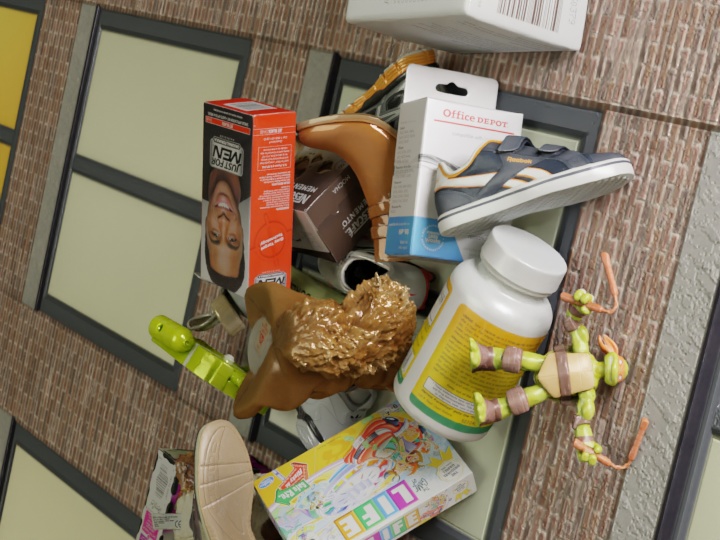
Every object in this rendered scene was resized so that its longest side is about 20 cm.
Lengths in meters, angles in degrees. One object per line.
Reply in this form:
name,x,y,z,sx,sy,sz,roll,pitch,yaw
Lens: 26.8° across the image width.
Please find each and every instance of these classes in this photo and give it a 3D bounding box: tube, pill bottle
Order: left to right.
tube,-0.049,0.044,1.771,0.059,0.052,0.199,-61,32,-1
pill bottle,0.122,0.061,1.502,0.113,0.112,0.202,51,122,43

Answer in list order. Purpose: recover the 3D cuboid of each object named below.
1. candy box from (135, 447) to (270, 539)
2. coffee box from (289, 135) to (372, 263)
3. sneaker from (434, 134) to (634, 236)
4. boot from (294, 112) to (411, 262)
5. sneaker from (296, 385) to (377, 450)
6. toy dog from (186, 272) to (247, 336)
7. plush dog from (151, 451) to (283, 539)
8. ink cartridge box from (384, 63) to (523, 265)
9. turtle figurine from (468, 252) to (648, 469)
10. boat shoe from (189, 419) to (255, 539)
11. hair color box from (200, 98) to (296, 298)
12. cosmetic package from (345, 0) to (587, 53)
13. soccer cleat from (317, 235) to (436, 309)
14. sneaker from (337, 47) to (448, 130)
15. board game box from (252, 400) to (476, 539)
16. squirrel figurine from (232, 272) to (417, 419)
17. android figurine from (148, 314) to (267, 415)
candy box,-0.202,0.325,1.852,0.061,0.135,0.203,25,102,52
coffee box,-0.067,-0.088,1.738,0.113,0.080,0.199,-46,33,-21
sneaker,0.161,-0.096,1.458,0.198,0.078,0.081,-15,76,18
boot,0.021,-0.087,1.617,0.197,0.074,0.157,5,93,8
sneaker,-0.046,0.113,1.744,0.115,0.075,0.201,-54,50,30
toy dog,-0.151,0.006,1.823,0.097,0.131,0.199,61,157,-14
plush dog,-0.125,0.286,1.730,0.200,0.171,0.161,-48,54,21
ink cartridge box,0.098,-0.109,1.552,0.067,0.114,0.203,-178,95,-68
turtle figurine,0.183,0.089,1.420,0.064,0.159,0.203,-20,-75,-87
boat shoe,-0.149,0.258,1.585,0.064,0.071,0.203,-6,95,51
hair color box,-0.124,-0.080,1.655,0.101,0.061,0.203,20,113,49
cosmetic package,0.114,-0.319,1.540,0.199,0.163,0.167,9,90,51
soccer cleat,0.000,0.000,1.692,0.199,0.084,0.070,24,102,51
sneaker,0.031,-0.167,1.698,0.078,0.078,0.200,59,141,9
board game box,0.003,0.226,1.577,0.135,0.198,0.034,50,163,43
squirrel figurine,-0.013,0.084,1.578,0.200,0.185,0.144,-28,55,58
android figurine,-0.174,0.114,1.822,0.199,0.181,0.041,26,83,53
